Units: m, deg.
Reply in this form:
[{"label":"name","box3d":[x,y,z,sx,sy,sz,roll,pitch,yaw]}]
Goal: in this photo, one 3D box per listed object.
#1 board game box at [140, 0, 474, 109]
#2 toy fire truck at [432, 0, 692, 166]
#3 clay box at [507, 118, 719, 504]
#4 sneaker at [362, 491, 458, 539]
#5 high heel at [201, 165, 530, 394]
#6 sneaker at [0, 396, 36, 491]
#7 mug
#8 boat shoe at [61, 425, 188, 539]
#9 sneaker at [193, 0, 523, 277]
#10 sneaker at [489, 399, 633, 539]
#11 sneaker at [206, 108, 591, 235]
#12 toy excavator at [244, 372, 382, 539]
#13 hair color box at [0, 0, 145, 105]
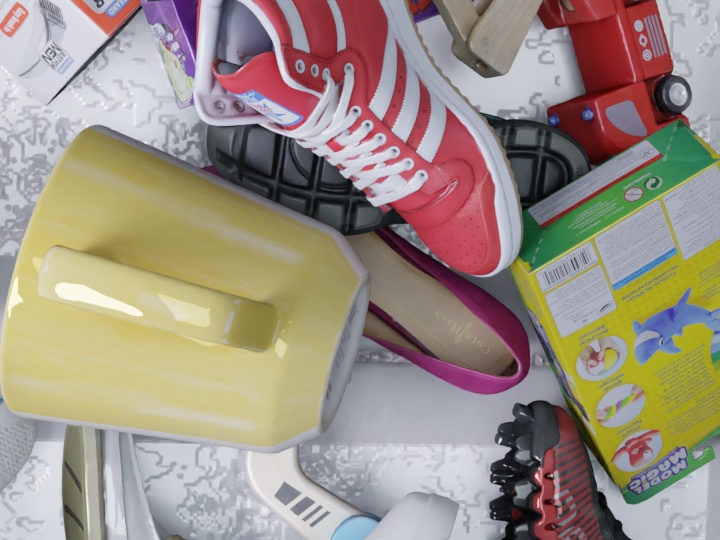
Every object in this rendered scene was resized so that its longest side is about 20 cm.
[{"label":"board game box","box3d":[-0.032,-0.165,0.971,0.200,0.032,0.120,-27,104,-42]},{"label":"toy fire truck","box3d":[0.088,-0.143,1.008,0.141,0.049,0.200,-20,98,-30]},{"label":"clay box","box3d":[0.155,0.029,1.024,0.115,0.048,0.200,-30,132,-5]},{"label":"sneaker","box3d":[-0.044,0.174,0.951,0.115,0.074,0.200,33,91,4]},{"label":"high heel","box3d":[0.000,0.000,1.009,0.200,0.096,0.068,25,91,-9]},{"label":"sneaker","box3d":[-0.270,0.095,0.991,0.200,0.105,0.076,-25,143,-33]},{"label":"mug","box3d":[-0.083,0.028,0.939,0.153,0.187,0.150,16,120,7]},{"label":"boat shoe","box3d":[-0.115,0.164,1.024,0.068,0.075,0.201,-8,100,-17]},{"label":"sneaker","box3d":[-0.005,-0.067,0.912,0.112,0.071,0.200,-39,101,-43]},{"label":"sneaker","box3d":[0.127,0.164,1.053,0.098,0.071,0.201,-10,98,-7]},{"label":"sneaker","box3d":[0.018,-0.054,1.019,0.199,0.079,0.076,9,98,-4]},{"label":"toy excavator","box3d":[-0.014,0.151,1.028,0.200,0.100,0.195,34,88,-1]},{"label":"hair color box","box3d":[-0.195,-0.184,0.955,0.200,0.111,0.064,45,63,-9]}]
